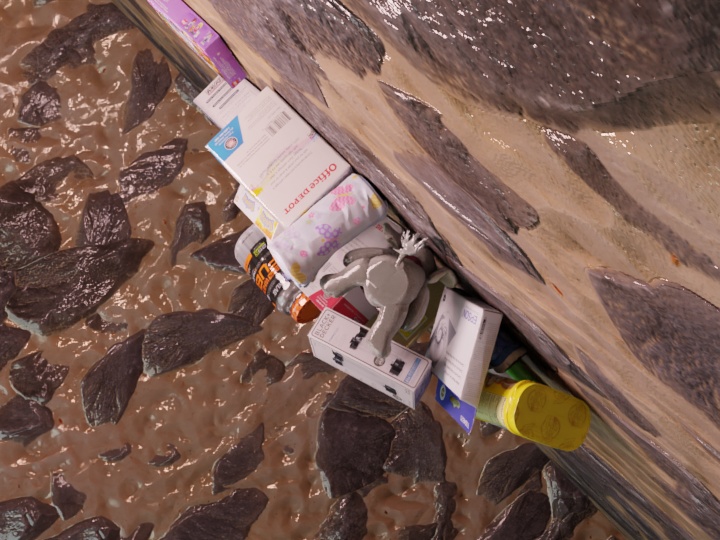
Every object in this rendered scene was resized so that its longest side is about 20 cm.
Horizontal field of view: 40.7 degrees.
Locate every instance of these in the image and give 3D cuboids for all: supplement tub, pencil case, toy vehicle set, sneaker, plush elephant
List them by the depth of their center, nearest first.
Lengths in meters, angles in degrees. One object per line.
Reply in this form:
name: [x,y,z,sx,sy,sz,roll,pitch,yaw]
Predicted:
pencil case: [-0.051,-0.064,1.533,0.091,0.200,0.083,45,173,27]
plush elephant: [0.062,0.012,1.556,0.165,0.200,0.155,45,-160,15]
sneaker: [0.215,0.118,1.648,0.089,0.079,0.200,53,169,-2]
toy vehicle set: [0.071,0.075,1.761,0.124,0.200,0.027,48,176,-25]
supplement tub: [-0.145,0.001,1.897,0.200,0.123,0.123,47,179,23]

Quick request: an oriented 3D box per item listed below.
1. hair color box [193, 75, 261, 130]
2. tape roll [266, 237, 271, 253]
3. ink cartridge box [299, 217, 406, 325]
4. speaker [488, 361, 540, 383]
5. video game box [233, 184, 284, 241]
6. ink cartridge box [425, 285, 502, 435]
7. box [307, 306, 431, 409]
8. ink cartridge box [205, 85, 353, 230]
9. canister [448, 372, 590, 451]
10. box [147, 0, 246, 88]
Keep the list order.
hair color box: [-0.221,-0.294,1.796,0.200,0.100,0.061,44,179,44]
tape roll: [-0.103,-0.106,1.788,0.037,0.203,0.203,19,-166,-36]
ink cartridge box: [0.000,0.000,1.717,0.086,0.200,0.148,46,178,-33]
speaker: [0.279,0.208,1.814,0.200,0.088,0.088,46,178,-1]
video game box: [-0.154,-0.168,1.809,0.047,0.182,0.200,12,-162,-34]
ink cartridge box: [0.155,0.139,1.566,0.041,0.200,0.200,11,-174,-14]
box: [0.016,0.145,1.603,0.200,0.060,0.117,26,161,15]
ink cartridge box: [-0.126,-0.172,1.624,0.200,0.147,0.145,46,178,11]
canister: [0.251,0.220,1.572,0.148,0.087,0.200,22,173,-26]
box: [-0.294,-0.418,1.693,0.200,0.039,0.137,45,177,23]
